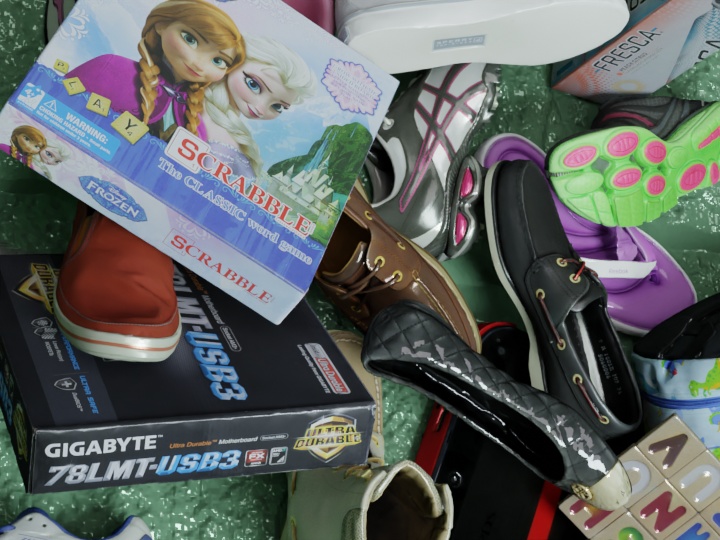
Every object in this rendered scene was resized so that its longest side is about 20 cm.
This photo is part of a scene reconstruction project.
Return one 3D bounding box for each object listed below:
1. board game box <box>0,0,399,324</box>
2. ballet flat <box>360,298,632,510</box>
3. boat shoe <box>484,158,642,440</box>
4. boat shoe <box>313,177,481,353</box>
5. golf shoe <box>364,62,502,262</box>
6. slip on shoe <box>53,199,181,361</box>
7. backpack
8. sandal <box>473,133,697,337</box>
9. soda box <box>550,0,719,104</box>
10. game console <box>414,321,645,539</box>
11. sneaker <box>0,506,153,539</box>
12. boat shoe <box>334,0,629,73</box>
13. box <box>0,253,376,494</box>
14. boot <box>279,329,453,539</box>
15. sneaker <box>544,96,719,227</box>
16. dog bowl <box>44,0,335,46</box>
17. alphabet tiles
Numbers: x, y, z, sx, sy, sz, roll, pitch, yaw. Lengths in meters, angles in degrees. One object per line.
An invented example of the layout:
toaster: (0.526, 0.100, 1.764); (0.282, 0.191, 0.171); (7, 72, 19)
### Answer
board game box: (-0.092, -0.098, 1.004); (0.200, 0.041, 0.200); (33, 47, -12)
ballet flat: (0.084, 0.094, 1.057); (0.200, 0.066, 0.057); (35, 55, -2)
boat shoe: (0.137, 0.018, 1.123); (0.074, 0.063, 0.202); (-11, 83, -51)
boat shoe: (0.000, -0.001, 1.098); (0.200, 0.072, 0.068); (51, 21, -3)
golf shoe: (0.048, -0.107, 1.160); (0.088, 0.077, 0.201); (11, 71, -13)
slip on shoe: (-0.141, -0.009, 0.983); (0.074, 0.061, 0.200); (6, 29, -11)
backpack: (0.283, 0.068, 1.157); (0.199, 0.163, 0.155); (-3, 98, -36)
sandal: (0.164, -0.023, 1.196); (0.202, 0.050, 0.083); (36, 65, -9)
soda box: (0.211, -0.181, 1.177); (0.068, 0.200, 0.064); (14, 71, -19)
game console: (0.119, 0.150, 1.145); (0.176, 0.031, 0.201); (29, 67, -19)
sneaker: (-0.212, 0.185, 0.980); (0.199, 0.075, 0.089); (4, 62, -28)
boat shoe: (0.079, -0.178, 1.124); (0.199, 0.072, 0.069); (-9, 64, -5)
box: (-0.116, 0.052, 0.993); (0.197, 0.200, 0.050); (-3, 119, -21)
boot: (0.002, 0.123, 1.029); (0.072, 0.155, 0.201); (12, 73, -20)
sneaker: (0.192, -0.081, 1.198); (0.199, 0.084, 0.077); (-15, 114, -44)
dog bowl: (-0.105, -0.167, 1.114); (0.199, 0.074, 0.201); (6, 72, -20)
alphabet tiles: (0.232, 0.192, 1.109); (0.167, 0.008, 0.200); (-40, 106, 14)
